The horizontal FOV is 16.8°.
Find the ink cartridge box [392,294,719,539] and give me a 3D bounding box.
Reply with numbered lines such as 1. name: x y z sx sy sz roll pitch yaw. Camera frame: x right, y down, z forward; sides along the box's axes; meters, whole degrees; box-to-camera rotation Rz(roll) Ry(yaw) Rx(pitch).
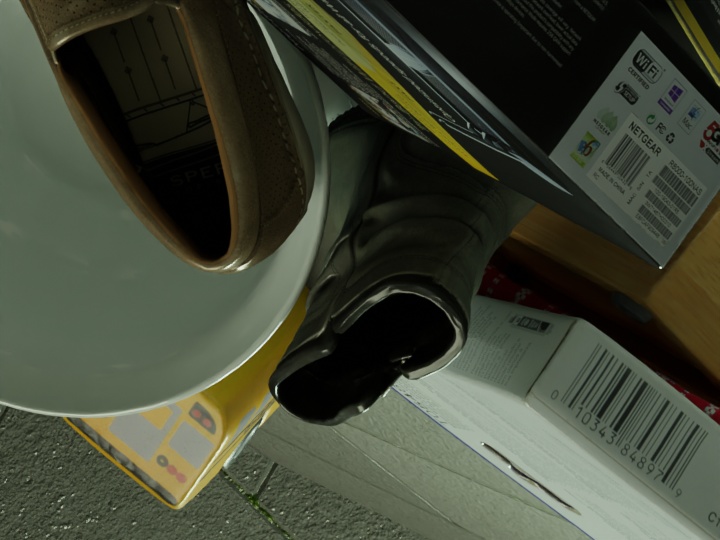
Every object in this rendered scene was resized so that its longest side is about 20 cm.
1. ink cartridge box: 0.104 0.077 0.946 0.199 0.041 0.200 38 171 -19

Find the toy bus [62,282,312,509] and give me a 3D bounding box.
1. toy bus: -0.044 0.017 1.000 0.065 0.200 0.078 38 128 5

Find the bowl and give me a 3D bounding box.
1. bowl: -0.098 -0.056 0.872 0.201 0.202 0.090 29 -157 2

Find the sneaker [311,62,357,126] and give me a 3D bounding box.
1. sneaker: -0.072 -0.117 0.959 0.200 0.088 0.081 46 177 22

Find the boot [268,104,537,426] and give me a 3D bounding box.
1. boot: 0.000 0.000 0.863 0.068 0.131 0.200 38 150 -9

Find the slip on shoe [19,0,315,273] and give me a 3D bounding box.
1. slip on shoe: -0.078 -0.090 0.773 0.201 0.076 0.061 67 -160 -13

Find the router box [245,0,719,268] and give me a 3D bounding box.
1. router box: 0.001 -0.094 0.690 0.200 0.052 0.157 40 175 -40

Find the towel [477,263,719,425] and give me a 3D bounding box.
1. towel: 0.101 0.045 0.994 0.200 0.023 0.145 32 172 21

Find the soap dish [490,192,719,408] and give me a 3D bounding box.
1. soap dish: 0.102 -0.020 0.970 0.200 0.081 0.157 30 172 43

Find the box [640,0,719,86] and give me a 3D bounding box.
1. box: 0.038 -0.130 0.761 0.159 0.049 0.200 26 170 32
